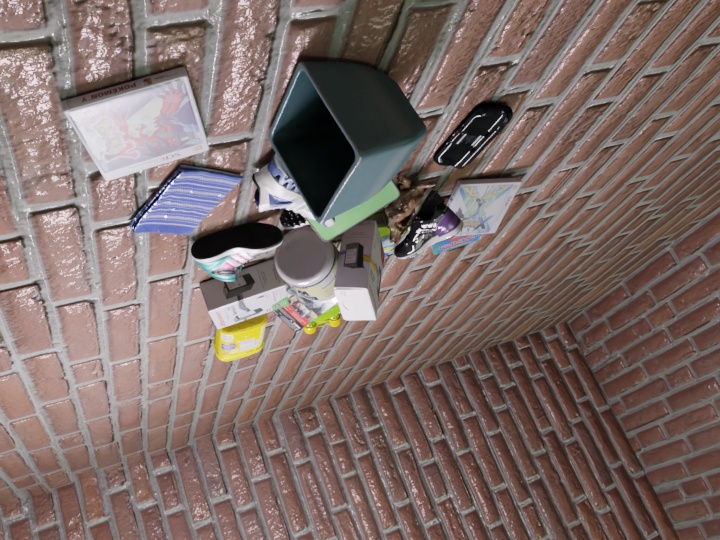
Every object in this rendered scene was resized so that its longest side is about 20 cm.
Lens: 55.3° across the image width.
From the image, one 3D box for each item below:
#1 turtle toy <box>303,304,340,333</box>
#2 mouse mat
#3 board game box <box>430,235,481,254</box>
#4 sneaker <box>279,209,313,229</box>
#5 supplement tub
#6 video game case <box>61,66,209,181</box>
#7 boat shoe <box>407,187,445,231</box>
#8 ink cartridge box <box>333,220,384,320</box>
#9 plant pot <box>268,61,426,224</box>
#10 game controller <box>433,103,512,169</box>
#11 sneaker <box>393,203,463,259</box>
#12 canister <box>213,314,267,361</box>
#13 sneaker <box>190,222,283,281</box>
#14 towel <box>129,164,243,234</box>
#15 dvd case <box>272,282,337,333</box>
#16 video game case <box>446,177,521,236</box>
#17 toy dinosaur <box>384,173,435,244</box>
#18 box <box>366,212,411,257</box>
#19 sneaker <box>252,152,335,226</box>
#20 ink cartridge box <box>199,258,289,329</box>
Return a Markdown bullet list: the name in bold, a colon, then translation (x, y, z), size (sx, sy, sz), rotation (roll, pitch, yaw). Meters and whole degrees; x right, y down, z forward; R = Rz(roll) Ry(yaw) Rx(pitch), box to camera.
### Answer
- **turtle toy**: translation (-0.102, 0.085, 1.967), size (0.199, 0.101, 0.146), rotation (-15, 132, -18)
- **mouse mat**: translation (-0.034, -0.161, 1.425), size (0.199, 0.008, 0.161), rotation (-31, 124, 10)
- **board game box**: translation (0.286, -0.126, 1.941), size (0.151, 0.045, 0.200), rotation (-18, 159, -13)
- **sneaker**: translation (-0.079, -0.139, 1.490), size (0.199, 0.067, 0.090), rotation (-30, 156, 13)
- **supplement tub**: translation (-0.113, -0.009, 1.662), size (0.144, 0.146, 0.200), rotation (-24, 159, 4)
- **video game case**: translation (-0.340, -0.222, 1.071), size (0.181, 0.023, 0.200), rotation (-20, 159, -10)
- **boat shoe**: translation (0.171, -0.139, 1.741), size (0.075, 0.062, 0.200), rotation (-49, 169, -27)
- **ink cartridge box**: translation (0.000, 0.000, 1.649), size (0.085, 0.201, 0.148), rotation (-1, 145, 11)
- **plant pot**: translation (-0.007, -0.233, 1.177), size (0.199, 0.197, 0.196), rotation (-21, 162, -33)
- **game controller**: translation (0.244, -0.293, 1.507), size (0.104, 0.042, 0.200), rotation (7, 146, -28)
- **sneaker**: translation (0.149, -0.103, 1.682), size (0.200, 0.076, 0.088), rotation (-29, 116, 33)
- **canister**: translation (-0.343, 0.174, 1.962), size (0.148, 0.087, 0.200), rotation (-15, 157, -20)
- **sneaker**: translation (-0.266, -0.034, 1.524), size (0.199, 0.084, 0.121), rotation (-12, 153, -7)
- **towel**: translation (-0.333, -0.127, 1.312), size (0.200, 0.024, 0.144), rotation (-38, 156, 34)
- **dvd case**: translation (-0.160, 0.073, 1.856), size (0.200, 0.146, 0.022), rotation (-37, -162, 33)
- **video game case**: translation (0.308, -0.165, 1.810), size (0.199, 0.022, 0.183), rotation (-6, 137, -27)
- **toy dinosaur**: translation (0.108, -0.158, 1.623), size (0.200, 0.086, 0.135), rotation (-41, 154, 28)
- **box**: translation (0.038, -0.081, 1.788), size (0.121, 0.048, 0.200), rotation (-11, 156, -28)
- **sneaker**: translation (-0.144, -0.151, 1.361), size (0.115, 0.081, 0.199), rotation (-22, 141, 26)
- **ink cartridge box**: translation (-0.291, 0.062, 1.738), size (0.199, 0.084, 0.146), rotation (-19, 159, -9)
